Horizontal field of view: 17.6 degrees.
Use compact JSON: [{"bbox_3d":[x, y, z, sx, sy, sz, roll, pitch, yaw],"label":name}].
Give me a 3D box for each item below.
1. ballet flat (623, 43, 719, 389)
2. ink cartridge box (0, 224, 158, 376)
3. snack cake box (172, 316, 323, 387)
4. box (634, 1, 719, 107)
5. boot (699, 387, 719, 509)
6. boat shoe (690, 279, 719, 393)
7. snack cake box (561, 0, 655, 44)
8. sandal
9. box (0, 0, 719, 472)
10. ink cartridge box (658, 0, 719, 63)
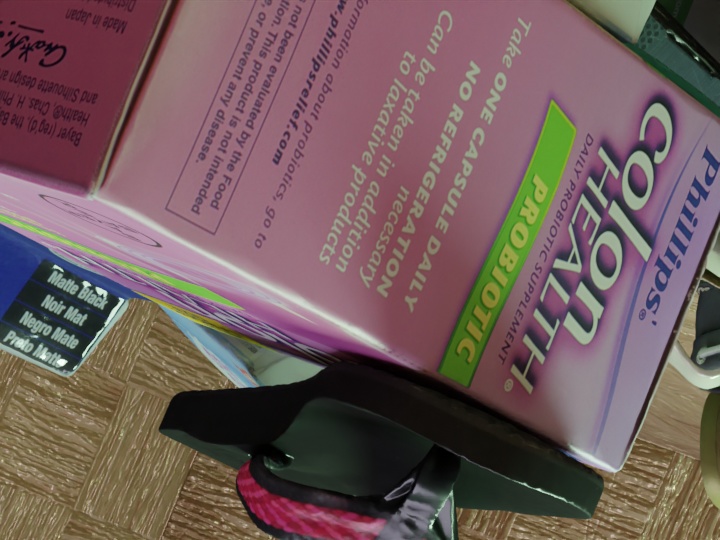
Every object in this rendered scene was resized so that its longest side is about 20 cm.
[{"bbox_3d":[0.123,0.008,0.649,0.199,0.073,0.068,32,163,12],"label":"ballet flat"},{"bbox_3d":[-0.181,-0.025,0.757,0.199,0.041,0.199,30,171,-38],"label":"ink cartridge box"},{"bbox_3d":[0.000,0.000,0.810,0.067,0.115,0.200,48,175,-17],"label":"snack cake box"},{"bbox_3d":[0.058,-0.093,0.768,0.200,0.051,0.158,36,-166,-40],"label":"box"},{"bbox_3d":[0.257,0.055,0.911,0.199,0.067,0.174,-5,-175,43],"label":"boot"},{"bbox_3d":[0.195,0.033,0.841,0.072,0.063,0.199,26,173,-36],"label":"boat shoe"},{"bbox_3d":[0.007,-0.137,0.625,0.067,0.116,0.199,28,172,-42],"label":"snack cake box"},{"bbox_3d":[-0.002,0.060,0.615,0.075,0.045,0.200,29,164,-20],"label":"sandal"},{"bbox_3d":[-0.034,-0.042,0.590,0.175,0.097,0.199,17,173,44],"label":"box"},{"bbox_3d":[0.198,-0.045,0.859,0.145,0.085,0.200,26,173,-32],"label":"ink cartridge box"}]
